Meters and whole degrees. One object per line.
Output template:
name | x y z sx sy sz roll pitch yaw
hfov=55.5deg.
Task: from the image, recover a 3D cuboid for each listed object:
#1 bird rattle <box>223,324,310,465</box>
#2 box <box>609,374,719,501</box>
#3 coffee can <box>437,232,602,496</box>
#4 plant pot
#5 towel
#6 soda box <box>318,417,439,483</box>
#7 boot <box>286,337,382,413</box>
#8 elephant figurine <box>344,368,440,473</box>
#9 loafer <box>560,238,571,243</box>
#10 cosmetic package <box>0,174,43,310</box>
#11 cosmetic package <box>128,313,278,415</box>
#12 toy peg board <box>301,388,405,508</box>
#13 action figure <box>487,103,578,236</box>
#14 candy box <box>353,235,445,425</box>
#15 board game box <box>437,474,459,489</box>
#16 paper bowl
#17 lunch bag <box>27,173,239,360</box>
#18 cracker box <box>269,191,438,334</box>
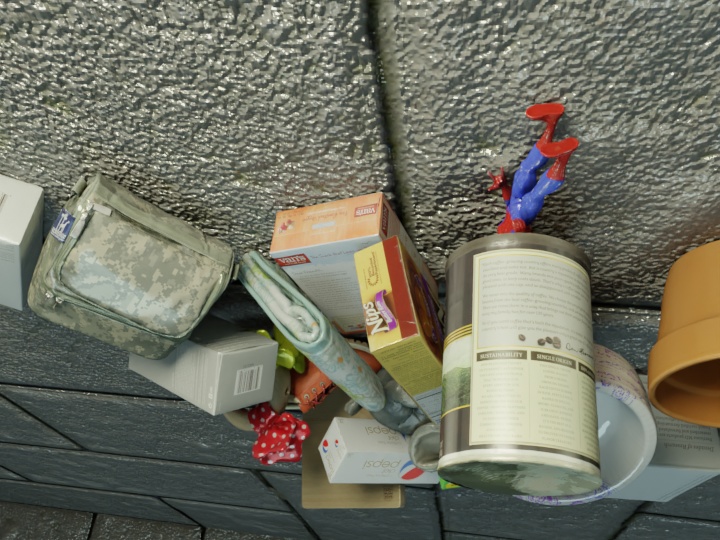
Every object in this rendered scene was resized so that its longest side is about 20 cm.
bird rattle | -0.140 0.173 0.988 0.159 0.207 0.112 5 -175 32
box | 0.397 0.255 1.029 0.193 0.134 0.201 4 150 0
coffee can | 0.146 0.090 0.638 0.141 0.206 0.147 5 154 3
plant pot | 0.396 0.063 0.707 0.193 0.144 0.202 7 149 4
towel | -0.059 0.070 0.831 0.200 0.048 0.171 43 176 44
soda box | 0.041 0.268 1.011 0.195 0.064 0.069 10 122 -31
boot | -0.053 0.162 1.032 0.194 0.110 0.075 -6 149 21
elephant figurine | 0.110 0.210 0.970 0.201 0.142 0.154 48 152 -14
loafer | 0.216 0.035 0.778 0.071 0.073 0.201 -4 147 20
cosmetic package | -0.454 -0.036 0.834 0.110 0.083 0.200 20 149 -18
cosmetic package | -0.213 0.114 0.914 0.196 0.093 0.105 18 -165 36
toy peg board | 0.005 0.296 1.167 0.195 0.206 0.097 -12 160 32
action figure | 0.152 -0.063 0.642 0.050 0.067 0.202 -13 148 -6
candy box | 0.061 0.070 0.728 0.055 0.119 0.201 -20 143 13
board game box | 0.208 0.234 0.916 0.193 0.030 0.137 -5 133 -11
paper bowl | 0.227 0.164 0.784 0.194 0.105 0.206 3 124 4
lunch bag | -0.257 -0.009 0.777 0.197 0.142 0.167 29 134 -28
cracker box | 0.000 0.000 0.793 0.130 0.059 0.201 -7 147 23
